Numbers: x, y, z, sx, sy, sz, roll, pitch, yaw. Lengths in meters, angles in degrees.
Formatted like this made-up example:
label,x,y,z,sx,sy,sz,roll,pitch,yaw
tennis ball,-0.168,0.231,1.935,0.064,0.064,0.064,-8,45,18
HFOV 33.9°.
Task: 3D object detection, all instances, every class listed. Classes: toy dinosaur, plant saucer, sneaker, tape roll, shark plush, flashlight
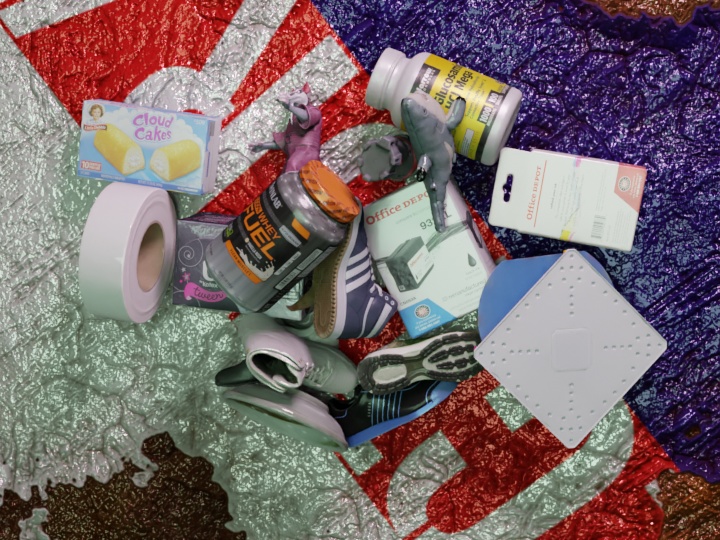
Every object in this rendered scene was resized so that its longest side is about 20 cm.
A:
label,x,y,z,sx,sy,sz,roll,pitch,yaw
toy dinosaur,-0.046,0.033,1.701,0.058,0.200,0.101,-1,120,44
plant saucer,-0.103,0.204,1.726,0.199,0.200,0.050,21,75,9
sneaker,0.000,0.000,1.651,0.070,0.108,0.201,7,89,56
tape roll,-0.336,-0.025,1.725,0.070,0.202,0.203,9,100,11
shark plush,0.082,-0.147,1.576,0.090,0.083,0.201,12,122,16
sneaker,-0.083,0.144,1.667,0.199,0.116,0.074,28,110,-22
sneaker,-0.130,0.116,1.768,0.199,0.074,0.089,-18,92,3
sneaker,0.091,0.118,1.709,0.199,0.089,0.077,-9,110,-1
sneaker,0.044,0.186,1.737,0.199,0.070,0.078,-29,96,15
flashlight,0.038,-0.150,1.620,0.068,0.200,0.068,-18,95,16

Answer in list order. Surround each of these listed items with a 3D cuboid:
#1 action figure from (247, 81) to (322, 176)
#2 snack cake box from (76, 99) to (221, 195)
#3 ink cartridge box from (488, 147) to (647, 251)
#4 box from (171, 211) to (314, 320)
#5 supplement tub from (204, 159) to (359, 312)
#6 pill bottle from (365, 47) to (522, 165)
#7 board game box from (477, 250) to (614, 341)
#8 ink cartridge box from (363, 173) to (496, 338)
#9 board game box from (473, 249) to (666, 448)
label,x,y,z,sx,sy,sz,roll,pitch,yaw
action figure,-0.077,-0.176,1.693,0.148,0.134,0.201,11,74,-21
snack cake box,-0.314,-0.185,1.764,0.199,0.067,0.116,9,101,11
ink cartridge box,0.286,-0.103,1.639,0.199,0.067,0.117,11,100,9
box,-0.163,-0.007,1.732,0.199,0.115,0.133,7,100,12
supplement tub,-0.103,-0.048,1.586,0.200,0.123,0.123,-42,88,18
pill bottle,0.113,-0.232,1.635,0.199,0.112,0.113,23,103,8
board game box,0.255,0.056,1.641,0.199,0.039,0.159,-7,97,-8
ink cartridge box,0.098,-0.027,1.684,0.145,0.084,0.201,-25,92,16
board game box,0.285,0.106,1.617,0.200,0.026,0.200,43,89,-11
